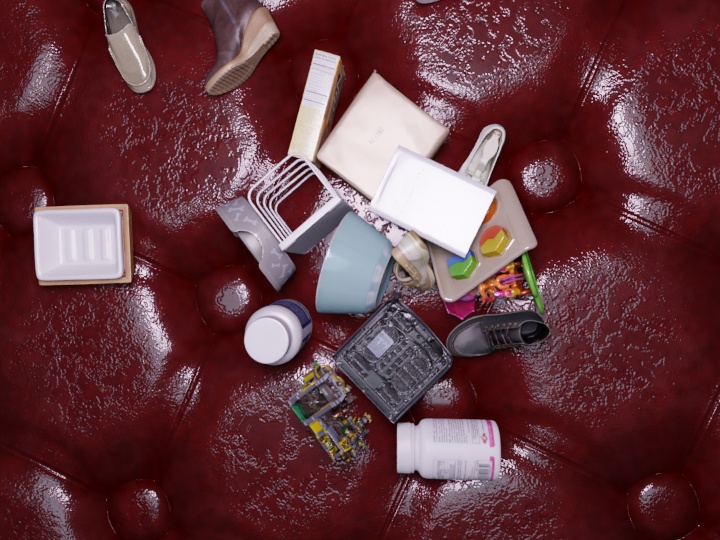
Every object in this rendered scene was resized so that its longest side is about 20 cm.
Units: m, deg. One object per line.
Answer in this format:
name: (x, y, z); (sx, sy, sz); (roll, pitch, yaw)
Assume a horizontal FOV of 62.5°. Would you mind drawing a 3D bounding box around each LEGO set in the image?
LEGO set: (-0.038, 0.263, 1.166); (0.115, 0.153, 0.201); (-36, 82, 22)

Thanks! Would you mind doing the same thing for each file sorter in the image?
file sorter: (-0.111, -0.125, 1.133); (0.138, 0.200, 0.125); (-39, 85, 5)

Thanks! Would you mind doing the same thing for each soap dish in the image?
soap dish: (-0.563, -0.053, 1.223); (0.197, 0.081, 0.160); (-2, 93, 4)

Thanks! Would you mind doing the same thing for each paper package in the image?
paper package: (0.043, -0.243, 1.163); (0.190, 0.103, 0.201); (37, 94, 2)

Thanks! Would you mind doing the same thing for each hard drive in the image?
hard drive: (0.130, -0.127, 1.086); (0.198, 0.025, 0.133); (27, 92, 9)

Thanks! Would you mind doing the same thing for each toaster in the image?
toaster: (0.069, 0.161, 1.170); (0.181, 0.119, 0.200); (45, 95, 0)

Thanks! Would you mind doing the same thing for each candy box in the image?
candy box: (-0.084, -0.310, 1.161); (0.055, 0.115, 0.203); (15, 94, 2)

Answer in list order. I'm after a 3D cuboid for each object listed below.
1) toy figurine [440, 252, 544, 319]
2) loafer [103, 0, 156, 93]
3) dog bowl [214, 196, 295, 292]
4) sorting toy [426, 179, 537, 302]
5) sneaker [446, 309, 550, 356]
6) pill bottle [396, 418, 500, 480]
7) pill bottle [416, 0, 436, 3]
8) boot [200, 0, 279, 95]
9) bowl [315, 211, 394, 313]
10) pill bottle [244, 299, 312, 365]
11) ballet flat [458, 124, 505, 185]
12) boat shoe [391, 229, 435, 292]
toy figurine: (0.240, 0.035, 1.133); (0.182, 0.200, 0.152); (-17, 84, 17)
loafer: (-0.479, -0.461, 1.204); (0.075, 0.068, 0.202); (-21, 91, 5)
dog bowl: (-0.198, -0.055, 1.146); (0.058, 0.200, 0.201); (-37, 90, -8)
sorting toy: (0.213, -0.061, 1.106); (0.199, 0.187, 0.036); (-35, 131, 26)
sneaker: (0.266, 0.124, 1.161); (0.197, 0.106, 0.076); (-18, 91, 4)
pill bottle: (0.171, 0.353, 1.175); (0.197, 0.113, 0.115); (1, 93, 4)
pill bottle: (0.121, -0.631, 1.134); (0.112, 0.113, 0.203); (-17, 92, 4)
boot: (-0.274, -0.474, 1.203); (0.200, 0.072, 0.167); (-42, 77, 6)
bowl: (0.000, 0.000, 1.121); (0.104, 0.201, 0.203); (18, 94, 11)
pill bottle: (-0.160, 0.119, 1.143); (0.109, 0.200, 0.113); (0, 92, 4)
ballet flat: (0.231, -0.196, 1.170); (0.069, 0.069, 0.202); (24, 94, 2)
boat shoe: (0.095, -0.007, 1.127); (0.066, 0.200, 0.074); (-34, 61, -5)
